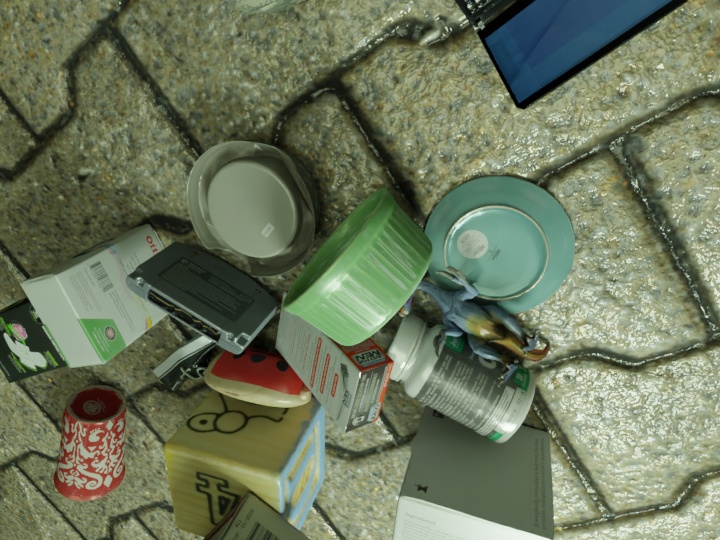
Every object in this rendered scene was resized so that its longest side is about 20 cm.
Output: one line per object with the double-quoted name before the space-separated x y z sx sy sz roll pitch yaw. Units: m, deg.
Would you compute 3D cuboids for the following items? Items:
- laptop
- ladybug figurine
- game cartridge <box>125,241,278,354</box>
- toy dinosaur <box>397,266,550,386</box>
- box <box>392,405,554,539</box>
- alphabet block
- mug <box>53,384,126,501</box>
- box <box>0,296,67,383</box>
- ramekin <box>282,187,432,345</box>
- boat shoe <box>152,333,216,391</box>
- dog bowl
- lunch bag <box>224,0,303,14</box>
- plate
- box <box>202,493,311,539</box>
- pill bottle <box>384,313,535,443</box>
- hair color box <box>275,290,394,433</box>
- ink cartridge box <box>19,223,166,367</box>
"laptop" 0.177 -0.303 0.513 0.177 0.104 0.200 -31 122 27
"ladybug figurine" -0.163 0.169 0.846 0.199 0.136 0.072 8 87 27
"game cartridge" -0.232 0.035 0.797 0.199 0.133 0.041 31 127 3
"toy dinosaur" 0.138 0.073 0.706 0.181 0.200 0.105 37 92 36
"box" 0.164 0.324 0.759 0.199 0.199 0.131 11 118 14
"alphabet block" -0.184 0.328 0.885 0.199 0.195 0.197 9 115 15
"mug" -0.560 0.336 1.054 0.177 0.133 0.201 22 116 6
"box" -0.532 0.092 0.916 0.199 0.149 0.125 -16 107 25
"ramekin" 0.000 0.000 0.671 0.098 0.200 0.200 41 120 -11
"boat shoe" -0.289 0.158 0.907 0.199 0.074 0.068 -35 95 29
"dog bowl" -0.148 -0.092 0.752 0.199 0.059 0.201 8 117 16
"lunch bag" -0.082 -0.365 0.539 0.199 0.168 0.140 -11 111 22
"plate" 0.179 -0.025 0.692 0.199 0.026 0.201 8 117 15
"box" -0.185 0.450 0.771 0.128 0.109 0.200 39 120 -3
"pill bottle" 0.132 0.147 0.738 0.199 0.113 0.113 27 120 4
"hair color box" -0.045 0.121 0.757 0.200 0.064 0.111 42 129 41
"ink cartridge box" -0.386 0.033 0.811 0.087 0.200 0.146 -11 111 26
